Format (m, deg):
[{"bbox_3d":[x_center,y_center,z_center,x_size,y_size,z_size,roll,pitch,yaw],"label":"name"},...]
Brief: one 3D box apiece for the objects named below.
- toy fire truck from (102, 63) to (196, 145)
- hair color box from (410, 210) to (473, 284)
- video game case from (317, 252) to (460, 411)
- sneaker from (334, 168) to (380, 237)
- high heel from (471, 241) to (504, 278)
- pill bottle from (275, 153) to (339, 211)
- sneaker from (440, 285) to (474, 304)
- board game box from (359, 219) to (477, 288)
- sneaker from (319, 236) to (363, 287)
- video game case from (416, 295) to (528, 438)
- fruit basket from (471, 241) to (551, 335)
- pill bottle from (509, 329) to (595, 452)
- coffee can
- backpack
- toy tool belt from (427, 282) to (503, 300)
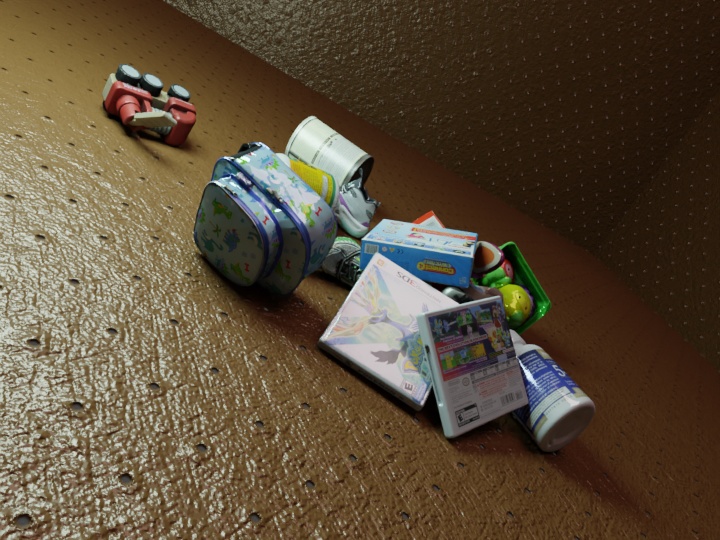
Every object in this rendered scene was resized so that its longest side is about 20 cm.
[{"bbox_3d":[-0.407,-0.312,1.164,0.174,0.129,0.202,11,41,-46],"label":"toy fire truck"},{"bbox_3d":[0.194,-0.024,1.333,0.201,0.063,0.111,57,5,-33],"label":"hair color box"},{"bbox_3d":[0.056,0.087,0.902,0.180,0.022,0.201,31,54,4],"label":"video game case"},{"bbox_3d":[-0.043,-0.187,1.365,0.198,0.141,0.078,32,20,-3],"label":"sneaker"},{"bbox_3d":[0.265,-0.016,1.187,0.094,0.069,0.200,15,-2,-17],"label":"high heel"},{"bbox_3d":[-0.151,-0.182,1.233,0.197,0.114,0.113,16,25,-37],"label":"pill bottle"},{"bbox_3d":[0.177,0.075,1.060,0.200,0.074,0.080,53,11,-53],"label":"sneaker"},{"bbox_3d":[0.114,-0.037,1.074,0.196,0.057,0.196,10,17,12],"label":"board game box"},{"bbox_3d":[0.000,0.000,1.097,0.197,0.079,0.086,20,24,-33],"label":"sneaker"},{"bbox_3d":[0.180,0.144,0.910,0.197,0.023,0.186,-7,81,-40],"label":"video game case"},{"bbox_3d":[0.348,0.057,1.334,0.217,0.155,0.216,52,-4,6],"label":"fruit basket"},{"bbox_3d":[0.304,0.205,1.025,0.118,0.121,0.201,14,27,-40],"label":"pill bottle"},{"bbox_3d":[-0.083,-0.294,1.542,0.199,0.148,0.146,36,20,10],"label":"coffee can"},{"bbox_3d":[-0.150,-0.062,0.881,0.199,0.184,0.147,38,43,6],"label":"backpack"},{"bbox_3d":[0.202,0.064,1.238,0.198,0.127,0.122,27,-11,-23],"label":"toy tool belt"}]
